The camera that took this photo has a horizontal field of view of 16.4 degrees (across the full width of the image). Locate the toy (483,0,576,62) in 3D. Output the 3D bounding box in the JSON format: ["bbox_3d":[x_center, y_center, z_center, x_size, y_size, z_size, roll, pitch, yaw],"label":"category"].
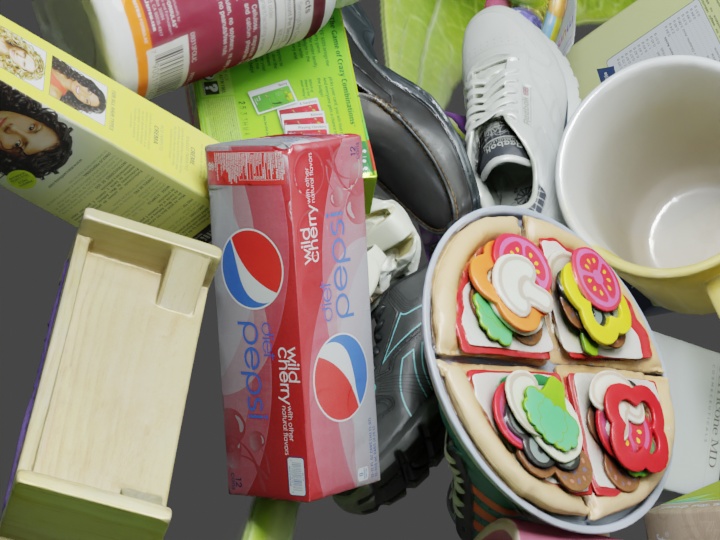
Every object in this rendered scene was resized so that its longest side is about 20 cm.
[{"bbox_3d":[0.118,-0.200,1.799,0.047,0.115,0.201,15,49,-8],"label":"toy"}]

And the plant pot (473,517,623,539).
[{"bbox_3d":[0.137,0.233,1.425,0.178,0.200,0.201,25,44,-14],"label":"plant pot"}]

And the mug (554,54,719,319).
[{"bbox_3d":[0.212,-0.025,1.636,0.153,0.148,0.188,49,48,-64],"label":"mug"}]

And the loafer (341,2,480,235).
[{"bbox_3d":[-0.002,-0.099,1.613,0.200,0.073,0.072,50,44,8],"label":"loafer"}]

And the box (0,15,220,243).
[{"bbox_3d":[-0.162,-0.072,1.399,0.199,0.075,0.050,28,43,-31],"label":"box"}]

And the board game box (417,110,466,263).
[{"bbox_3d":[0.091,-0.012,1.681,0.120,0.032,0.201,16,52,-45],"label":"board game box"}]

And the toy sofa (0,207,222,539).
[{"bbox_3d":[-0.136,0.075,1.325,0.082,0.098,0.201,16,47,-9],"label":"toy sofa"}]

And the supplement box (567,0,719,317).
[{"bbox_3d":[0.261,-0.101,1.796,0.134,0.199,0.201,-7,69,-51],"label":"supplement box"}]

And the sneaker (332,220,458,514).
[{"bbox_3d":[0.037,0.057,1.494,0.079,0.076,0.200,32,72,18],"label":"sneaker"}]

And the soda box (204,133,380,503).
[{"bbox_3d":[-0.037,0.025,1.405,0.070,0.063,0.202,-12,101,-51],"label":"soda box"}]

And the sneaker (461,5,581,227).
[{"bbox_3d":[0.100,-0.099,1.660,0.080,0.076,0.201,32,39,-50],"label":"sneaker"}]

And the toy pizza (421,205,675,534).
[{"bbox_3d":[0.116,0.052,1.428,0.199,0.032,0.201,23,53,-34],"label":"toy pizza"}]

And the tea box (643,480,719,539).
[{"bbox_3d":[0.298,0.228,1.601,0.196,0.133,0.201,-14,94,-51],"label":"tea box"}]

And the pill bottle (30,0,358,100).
[{"bbox_3d":[-0.085,-0.177,1.466,0.199,0.114,0.115,-24,81,-24],"label":"pill bottle"}]

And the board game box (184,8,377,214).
[{"bbox_3d":[-0.058,-0.126,1.538,0.101,0.048,0.201,-6,62,-10],"label":"board game box"}]

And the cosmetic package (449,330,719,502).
[{"bbox_3d":[0.148,0.084,1.608,0.199,0.071,0.102,17,77,-42],"label":"cosmetic package"}]

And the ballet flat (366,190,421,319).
[{"bbox_3d":[0.000,0.000,1.532,0.068,0.068,0.200,48,37,-11],"label":"ballet flat"}]

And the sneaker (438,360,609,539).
[{"bbox_3d":[0.078,0.126,1.475,0.200,0.079,0.072,54,33,-45],"label":"sneaker"}]
